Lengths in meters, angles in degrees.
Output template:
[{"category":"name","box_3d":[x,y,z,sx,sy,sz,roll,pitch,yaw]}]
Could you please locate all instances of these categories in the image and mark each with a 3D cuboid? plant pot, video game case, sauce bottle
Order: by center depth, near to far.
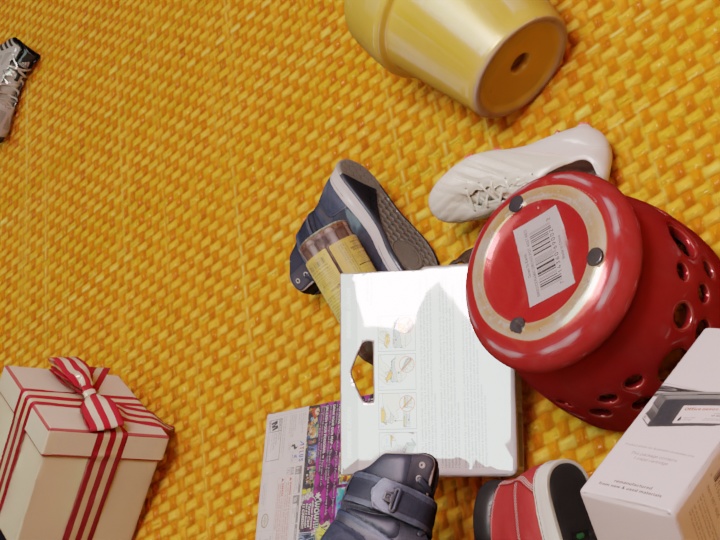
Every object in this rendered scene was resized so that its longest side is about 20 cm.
[{"category":"plant pot","box_3d":[0.201,0.024,1.140,0.199,0.181,0.203,-23,56,38]},{"category":"sauce bottle","box_3d":[0.008,0.048,1.343,0.064,0.064,0.202,-32,82,28]},{"category":"video game case","box_3d":[-0.036,0.240,1.368,0.180,0.036,0.203,-16,60,39]},{"category":"plant pot","box_3d":[0.114,-0.269,1.374,0.201,0.200,0.189,-50,60,13]}]

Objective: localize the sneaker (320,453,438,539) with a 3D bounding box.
[{"category":"sneaker","box_3d":[0.068,0.247,1.146,0.200,0.077,0.147,24,65,9]}]

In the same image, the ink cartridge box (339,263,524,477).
[{"category":"ink cartridge box","box_3d":[0.068,0.098,1.253,0.173,0.045,0.203,-3,80,17]}]

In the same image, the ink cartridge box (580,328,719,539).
[{"category":"ink cartridge box","box_3d":[0.267,0.161,0.971,0.084,0.146,0.200,6,39,45]}]

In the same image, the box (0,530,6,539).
[{"category":"box","box_3d":[-0.402,0.402,1.564,0.108,0.148,0.200,-56,43,6]}]

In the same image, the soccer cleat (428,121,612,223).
[{"category":"soccer cleat","box_3d":[0.157,-0.088,1.295,0.198,0.070,0.078,-20,39,21]}]

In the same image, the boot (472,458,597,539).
[{"category":"boot","box_3d":[0.158,0.281,1.148,0.144,0.071,0.203,-33,60,55]}]

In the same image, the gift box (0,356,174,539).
[{"category":"gift box","box_3d":[-0.346,0.217,1.583,0.184,0.198,0.189,35,111,43]}]

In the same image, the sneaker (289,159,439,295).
[{"category":"sneaker","box_3d":[0.001,0.000,1.428,0.147,0.076,0.203,-53,55,29]}]

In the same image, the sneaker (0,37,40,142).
[{"category":"sneaker","box_3d":[-0.595,-0.316,2.159,0.115,0.075,0.203,-35,47,29]}]

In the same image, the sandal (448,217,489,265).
[{"category":"sandal","box_3d":[0.111,0.023,1.302,0.079,0.057,0.202,15,67,44]}]
